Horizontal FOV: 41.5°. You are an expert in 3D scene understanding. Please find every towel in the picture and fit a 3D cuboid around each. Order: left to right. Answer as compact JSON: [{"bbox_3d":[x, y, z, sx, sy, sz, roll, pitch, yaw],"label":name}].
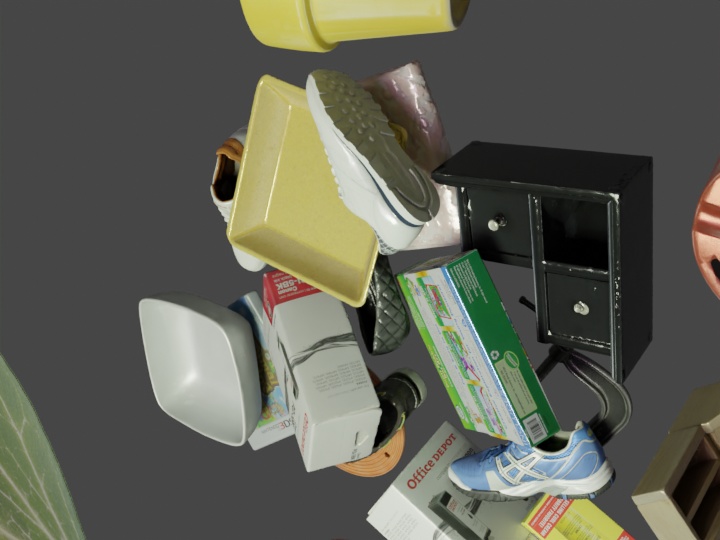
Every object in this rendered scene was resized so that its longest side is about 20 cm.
[{"bbox_3d":[0.024,-0.115,1.067,0.189,0.032,0.203,-8,111,41],"label":"towel"}]

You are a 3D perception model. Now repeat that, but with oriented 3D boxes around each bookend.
[{"bbox_3d":[0.185,-0.014,0.957,0.197,0.092,0.202,12,122,34],"label":"bookend"}]

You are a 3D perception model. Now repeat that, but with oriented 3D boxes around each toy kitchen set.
[{"bbox_3d":[0.396,0.195,0.853,0.164,0.180,0.199,54,139,-4],"label":"toy kitchen set"}]

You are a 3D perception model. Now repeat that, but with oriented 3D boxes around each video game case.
[{"bbox_3d":[-0.151,0.147,1.349,0.181,0.022,0.202,-30,89,47],"label":"video game case"}]

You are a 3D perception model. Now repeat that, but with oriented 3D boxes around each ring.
[{"bbox_3d":[-0.021,0.191,1.293,0.198,0.019,0.203,20,127,29],"label":"ring"}]

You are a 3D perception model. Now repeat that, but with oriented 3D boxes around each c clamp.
[{"bbox_3d":[0.215,0.139,1.074,0.169,0.027,0.202,33,131,10],"label":"c clamp"}]

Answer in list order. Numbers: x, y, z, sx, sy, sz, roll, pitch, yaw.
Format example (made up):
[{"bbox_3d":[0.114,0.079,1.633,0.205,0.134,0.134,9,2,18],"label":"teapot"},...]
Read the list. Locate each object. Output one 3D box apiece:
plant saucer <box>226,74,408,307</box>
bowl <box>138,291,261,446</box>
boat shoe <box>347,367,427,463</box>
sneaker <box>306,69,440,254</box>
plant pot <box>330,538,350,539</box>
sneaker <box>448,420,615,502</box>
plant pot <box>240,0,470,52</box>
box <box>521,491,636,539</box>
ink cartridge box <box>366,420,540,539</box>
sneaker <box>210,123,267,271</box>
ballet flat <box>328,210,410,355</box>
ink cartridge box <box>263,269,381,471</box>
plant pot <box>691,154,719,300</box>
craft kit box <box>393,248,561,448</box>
[{"bbox_3d":[-0.043,-0.091,1.052,0.198,0.048,0.203,25,112,26],"label":"plant saucer"},{"bbox_3d":[-0.212,0.126,1.326,0.198,0.074,0.203,16,123,38],"label":"bowl"},{"bbox_3d":[0.010,0.196,1.216,0.072,0.060,0.202,44,134,7],"label":"boat shoe"},{"bbox_3d":[-0.004,-0.111,0.959,0.202,0.076,0.081,59,140,13],"label":"sneaker"},{"bbox_3d":[0.038,0.472,1.307,0.175,0.200,0.203,-11,109,32],"label":"plant pot"},{"bbox_3d":[0.188,0.212,1.082,0.197,0.076,0.078,-13,107,31],"label":"sneaker"},{"bbox_3d":[0.008,-0.299,0.873,0.185,0.201,0.204,11,123,14],"label":"plant pot"},{"bbox_3d":[0.284,0.329,1.089,0.199,0.075,0.050,41,173,14],"label":"box"},{"bbox_3d":[0.129,0.305,1.152,0.199,0.146,0.083,40,132,11],"label":"ink cartridge box"},{"bbox_3d":[-0.157,-0.078,1.196,0.072,0.085,0.203,18,127,26],"label":"sneaker"},{"bbox_3d":[0.000,0.000,1.092,0.066,0.056,0.203,-22,94,50],"label":"ballet flat"},{"bbox_3d":[-0.052,0.114,1.130,0.148,0.081,0.202,100,153,-57],"label":"ink cartridge box"},{"bbox_3d":[0.353,-0.060,0.725,0.198,0.195,0.204,18,125,28],"label":"plant pot"},{"bbox_3d":[0.118,0.082,1.020,0.203,0.048,0.197,65,164,-3],"label":"craft kit box"}]
